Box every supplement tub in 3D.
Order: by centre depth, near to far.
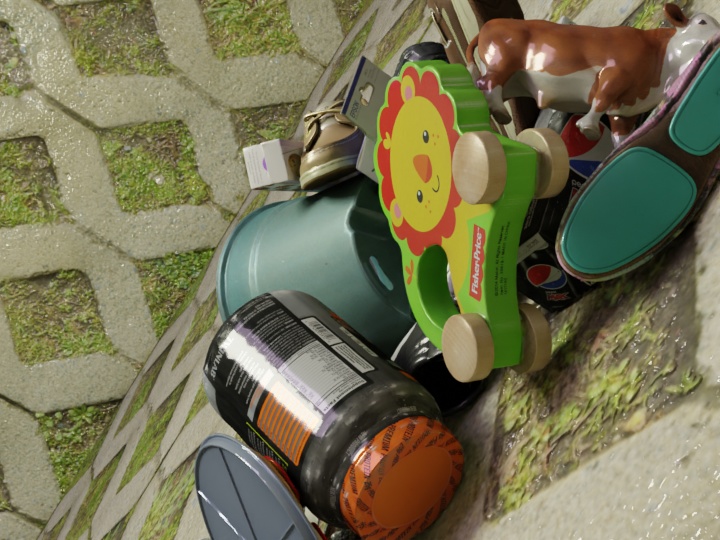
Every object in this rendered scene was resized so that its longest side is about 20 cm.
[{"bbox_3d":[-0.022,0.108,0.907,0.200,0.122,0.123,38,97,43],"label":"supplement tub"}]

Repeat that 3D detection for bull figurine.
[{"bbox_3d":[0.163,-0.136,0.868,0.199,0.065,0.122,9,58,31],"label":"bull figurine"}]

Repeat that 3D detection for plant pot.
[{"bbox_3d":[0.000,0.000,1.110,0.196,0.200,0.201,-27,32,53],"label":"plant pot"}]

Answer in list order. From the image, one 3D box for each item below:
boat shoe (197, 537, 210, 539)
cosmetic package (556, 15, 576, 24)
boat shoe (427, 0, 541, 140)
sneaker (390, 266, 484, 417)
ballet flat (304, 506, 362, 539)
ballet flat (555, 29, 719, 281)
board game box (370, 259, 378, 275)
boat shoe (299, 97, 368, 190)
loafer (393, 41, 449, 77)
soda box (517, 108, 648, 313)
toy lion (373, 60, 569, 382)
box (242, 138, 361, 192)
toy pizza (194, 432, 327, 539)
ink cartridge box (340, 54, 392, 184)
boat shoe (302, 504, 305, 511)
[{"bbox_3d":[-0.117,0.275,1.163,0.086,0.074,0.202,-54,23,29],"label":"boat shoe"},{"bbox_3d":[0.140,-0.127,1.160,0.200,0.052,0.151,-44,17,49],"label":"cosmetic package"},{"bbox_3d":[0.116,-0.156,1.017,0.075,0.203,0.075,-25,5,-40],"label":"boat shoe"},{"bbox_3d":[0.088,0.031,0.955,0.200,0.071,0.099,-62,14,8],"label":"sneaker"},{"bbox_3d":[-0.005,0.170,0.970,0.072,0.072,0.201,-47,17,41],"label":"ballet flat"},{"bbox_3d":[0.202,-0.075,0.794,0.200,0.069,0.071,-54,-5,6],"label":"ballet flat"},{"bbox_3d":[-0.032,0.066,1.379,0.200,0.041,0.200,-47,17,40],"label":"board game box"},{"bbox_3d":[-0.022,-0.118,1.086,0.074,0.067,0.200,-20,9,10],"label":"boat shoe"},{"bbox_3d":[0.055,-0.127,1.181,0.201,0.068,0.070,103,147,-44],"label":"loafer"},{"bbox_3d":[0.162,-0.071,0.917,0.071,0.063,0.200,-42,21,51],"label":"soda box"},{"bbox_3d":[0.063,-0.044,0.863,0.192,0.068,0.201,33,126,58],"label":"toy lion"},{"bbox_3d":[-0.049,-0.097,1.150,0.039,0.042,0.200,-12,-2,20],"label":"box"},{"bbox_3d":[-0.058,0.206,0.886,0.032,0.201,0.200,-25,-4,-29],"label":"toy pizza"},{"bbox_3d":[0.062,-0.091,1.032,0.039,0.200,0.100,-43,18,37],"label":"ink cartridge box"},{"bbox_3d":[-0.028,0.153,1.082,0.200,0.070,0.066,-51,7,37],"label":"boat shoe"}]
